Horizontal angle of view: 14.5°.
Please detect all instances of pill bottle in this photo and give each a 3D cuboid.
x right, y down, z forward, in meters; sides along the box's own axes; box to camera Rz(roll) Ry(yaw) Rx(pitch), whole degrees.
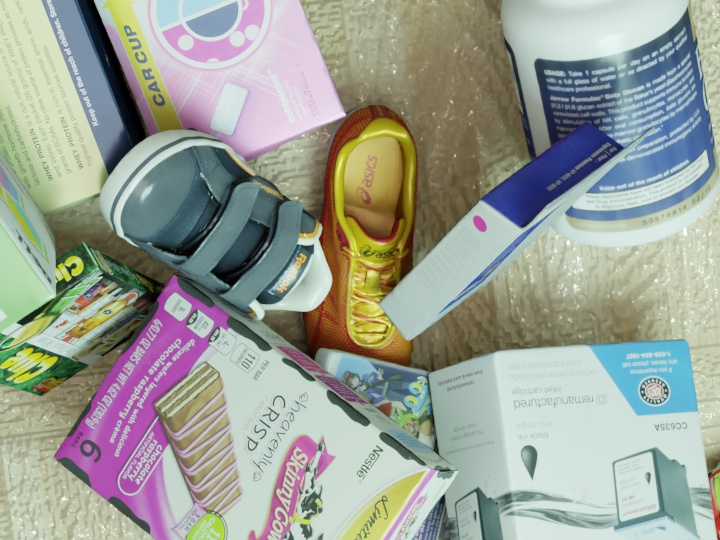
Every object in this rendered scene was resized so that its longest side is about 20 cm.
[{"bbox_3d":[0.144,-0.124,1.662,0.111,0.111,0.200,-15,122,0],"label":"pill bottle"}]

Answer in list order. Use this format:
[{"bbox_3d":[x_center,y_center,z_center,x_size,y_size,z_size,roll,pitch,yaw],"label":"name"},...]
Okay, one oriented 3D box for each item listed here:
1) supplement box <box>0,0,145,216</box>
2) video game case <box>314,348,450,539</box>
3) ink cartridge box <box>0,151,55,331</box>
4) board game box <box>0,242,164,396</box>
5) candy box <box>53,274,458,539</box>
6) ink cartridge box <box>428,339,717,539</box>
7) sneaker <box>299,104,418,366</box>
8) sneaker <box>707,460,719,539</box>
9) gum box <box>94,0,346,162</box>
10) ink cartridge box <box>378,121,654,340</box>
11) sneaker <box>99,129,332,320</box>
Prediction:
[{"bbox_3d":[-0.252,-0.120,1.653,0.200,0.134,0.200,-20,103,0],"label":"supplement box"},{"bbox_3d":[0.031,0.162,1.736,0.182,0.023,0.200,14,89,-30],"label":"video game case"},{"bbox_3d":[-0.214,-0.023,1.506,0.059,0.200,0.104,-33,104,3],"label":"ink cartridge box"},{"bbox_3d":[-0.177,0.031,1.661,0.105,0.200,0.023,-31,79,5],"label":"board game box"},{"bbox_3d":[-0.063,0.114,1.661,0.200,0.061,0.136,36,97,18],"label":"candy box"},{"bbox_3d":[0.133,0.149,1.704,0.146,0.086,0.200,-3,79,-29],"label":"ink cartridge box"},{"bbox_3d":[0.000,0.000,1.725,0.073,0.077,0.200,-2,104,-5],"label":"sneaker"},{"bbox_3d":[0.237,0.156,1.767,0.200,0.085,0.077,-44,100,6],"label":"sneaker"},{"bbox_3d":[-0.095,-0.156,1.690,0.113,0.066,0.200,-22,103,1],"label":"gum box"},{"bbox_3d":[0.087,-0.029,1.630,0.095,0.200,0.037,-36,87,-32],"label":"ink cartridge box"},{"bbox_3d":[-0.075,-0.024,1.644,0.079,0.200,0.078,41,98,25],"label":"sneaker"}]
